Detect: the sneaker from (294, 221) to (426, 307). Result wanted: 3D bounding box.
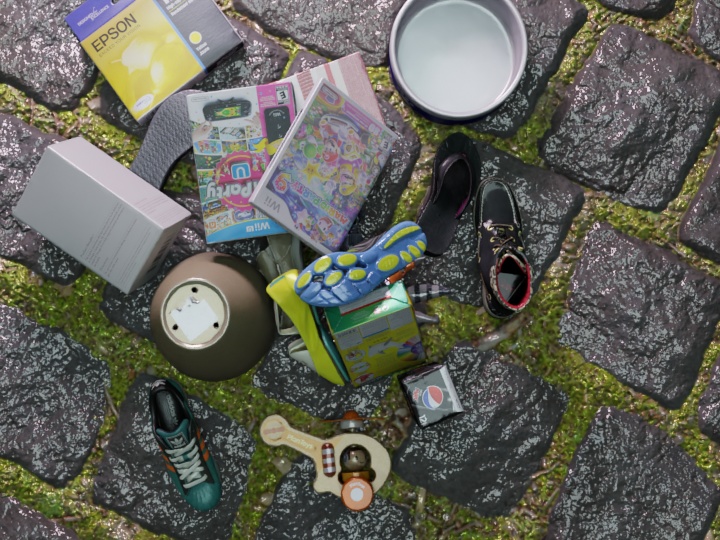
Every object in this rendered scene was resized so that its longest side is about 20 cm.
[{"bbox_3d":[0.000,0.000,1.512,0.198,0.083,0.071,-27,84,-26],"label":"sneaker"}]

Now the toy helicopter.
[{"bbox_3d":[-0.048,0.248,1.609,0.198,0.079,0.134,22,86,5],"label":"toy helicopter"}]

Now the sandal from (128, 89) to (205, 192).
[{"bbox_3d":[-0.283,-0.181,1.648,0.076,0.043,0.201,38,98,1],"label":"sandal"}]

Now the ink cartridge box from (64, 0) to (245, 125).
[{"bbox_3d":[-0.304,-0.353,1.654,0.197,0.047,0.201,-38,90,-1],"label":"ink cartridge box"}]

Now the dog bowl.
[{"bbox_3d":[0.139,-0.315,1.637,0.197,0.079,0.203,0,87,-1],"label":"dog bowl"}]

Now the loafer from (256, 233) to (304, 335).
[{"bbox_3d":[-0.114,-0.006,1.623,0.069,0.075,0.203,-4,81,-1],"label":"loafer"}]

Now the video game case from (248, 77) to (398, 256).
[{"bbox_3d":[-0.047,-0.138,1.531,0.143,0.018,0.202,35,75,-24],"label":"video game case"}]

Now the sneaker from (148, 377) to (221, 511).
[{"bbox_3d":[-0.255,0.250,1.602,0.071,0.080,0.202,-23,88,-2],"label":"sneaker"}]

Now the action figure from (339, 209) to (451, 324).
[{"bbox_3d":[0.022,0.007,1.590,0.191,0.105,0.203,-8,112,-18],"label":"action figure"}]

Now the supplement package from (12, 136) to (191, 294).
[{"bbox_3d":[-0.361,-0.080,1.588,0.199,0.117,0.118,35,108,1],"label":"supplement package"}]

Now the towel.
[{"bbox_3d":[-0.069,-0.206,1.590,0.198,0.023,0.146,-19,94,-1],"label":"towel"}]

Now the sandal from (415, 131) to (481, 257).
[{"bbox_3d":[0.133,-0.112,1.614,0.075,0.048,0.202,24,65,-13],"label":"sandal"}]

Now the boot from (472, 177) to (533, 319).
[{"bbox_3d":[0.204,-0.036,1.585,0.072,0.154,0.207,-3,87,-1],"label":"boot"}]

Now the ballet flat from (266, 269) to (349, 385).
[{"bbox_3d":[-0.077,0.086,1.565,0.066,0.067,0.202,-21,123,1],"label":"ballet flat"}]

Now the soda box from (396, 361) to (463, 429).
[{"bbox_3d":[0.093,0.169,1.550,0.063,0.200,0.072,-22,87,-1],"label":"soda box"}]

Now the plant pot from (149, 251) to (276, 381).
[{"bbox_3d":[-0.213,0.063,1.554,0.185,0.200,0.190,0,87,-1],"label":"plant pot"}]

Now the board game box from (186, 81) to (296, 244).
[{"bbox_3d":[-0.151,-0.147,1.549,0.145,0.064,0.203,-8,96,-2],"label":"board game box"}]

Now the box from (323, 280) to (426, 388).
[{"bbox_3d":[0.026,0.096,1.570,0.116,0.201,0.049,-20,57,-1],"label":"box"}]
